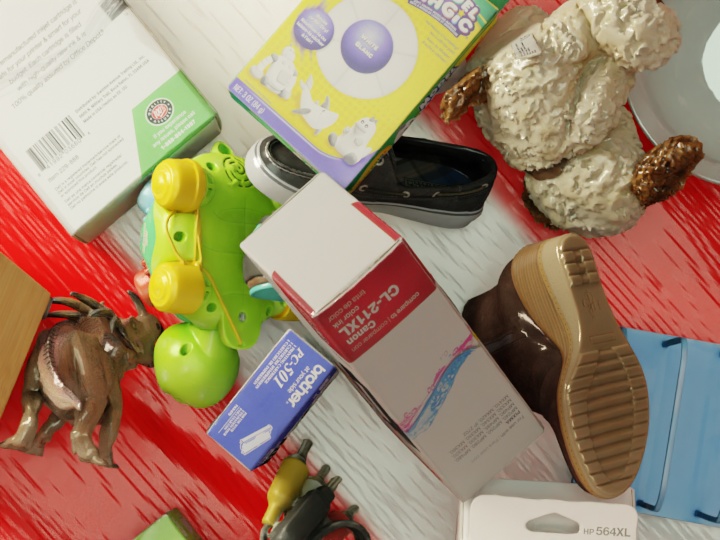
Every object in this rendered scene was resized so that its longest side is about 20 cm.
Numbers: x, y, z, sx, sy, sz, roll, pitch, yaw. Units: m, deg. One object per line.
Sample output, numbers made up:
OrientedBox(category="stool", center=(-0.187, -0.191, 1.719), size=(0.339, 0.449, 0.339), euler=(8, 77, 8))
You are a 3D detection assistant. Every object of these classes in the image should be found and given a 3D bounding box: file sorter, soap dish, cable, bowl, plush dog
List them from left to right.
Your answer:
OrientedBox(category="soap dish", center=(-0.294, 0.059, 1.432), size=(0.081, 0.200, 0.159), euler=(23, 86, -15))
OrientedBox(category="cable", center=(-0.066, 0.220, 1.451), size=(0.097, 0.050, 0.200), euler=(52, 57, -9))
OrientedBox(category="plush dog", center=(0.154, -0.101, 1.438), size=(0.160, 0.199, 0.173), euler=(-42, 107, -28))
OrientedBox(category="file sorter", center=(0.270, 0.123, 1.460), size=(0.198, 0.123, 0.140), euler=(10, 86, 1))
OrientedBox(category="bowl", center=(0.302, -0.161, 1.483), size=(0.199, 0.090, 0.204), euler=(0, 91, 15))

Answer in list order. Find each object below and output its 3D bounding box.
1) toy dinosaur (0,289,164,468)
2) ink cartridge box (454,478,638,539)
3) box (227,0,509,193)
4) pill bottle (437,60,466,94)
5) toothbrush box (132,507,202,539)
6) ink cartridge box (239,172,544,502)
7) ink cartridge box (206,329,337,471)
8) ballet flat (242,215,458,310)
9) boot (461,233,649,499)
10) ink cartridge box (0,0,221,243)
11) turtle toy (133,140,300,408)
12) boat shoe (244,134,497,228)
OrientedBox(category="toy dinosaur", center=(-0.208, 0.071, 1.424), size=(0.085, 0.200, 0.137), euler=(9, 83, 5))
OrientedBox(category="ink cartridge box", center=(0.129, 0.246, 1.398), size=(0.127, 0.201, 0.126), euler=(2, 46, 1))
OrientedBox(category="box", center=(0.011, -0.166, 1.405), size=(0.117, 0.048, 0.200), euler=(40, 86, 3))
OrientedBox(category="pill bottle", center=(0.010, -0.231, 1.488), size=(0.110, 0.111, 0.202), euler=(-12, 86, -1))
OrientedBox(category="toothbrush box", center=(-0.138, 0.303, 1.466), size=(0.145, 0.086, 0.201), euler=(-38, 88, -2))
OrientedBox(category="ink cartridge box", center=(0.023, 0.047, 1.360), size=(0.083, 0.146, 0.200), euler=(-41, 121, -5))
OrientedBox(category="ink cartridge box", center=(-0.061, 0.096, 1.421), size=(0.044, 0.200, 0.094), euler=(39, 87, 3))
OrientedBox(category="ballet flat", center=(0.000, 0.000, 1.460), size=(0.199, 0.068, 0.069), euler=(16, 66, -38))
OrientedBox(category="boot", center=(0.137, 0.085, 1.430), size=(0.072, 0.166, 0.202), euler=(0, 70, -23))
OrientedBox(category="ink cartridge box", center=(-0.223, -0.145, 1.495), size=(0.146, 0.084, 0.201), euler=(-39, 87, -2))
OrientedBox(category="turtle toy", center=(-0.114, 0.003, 1.471), size=(0.145, 0.101, 0.202), euler=(6, 84, -40))
OrientedBox(category="boat shoe", center=(0.013, -0.079, 1.463), size=(0.198, 0.066, 0.070), euler=(12, 48, -22))
